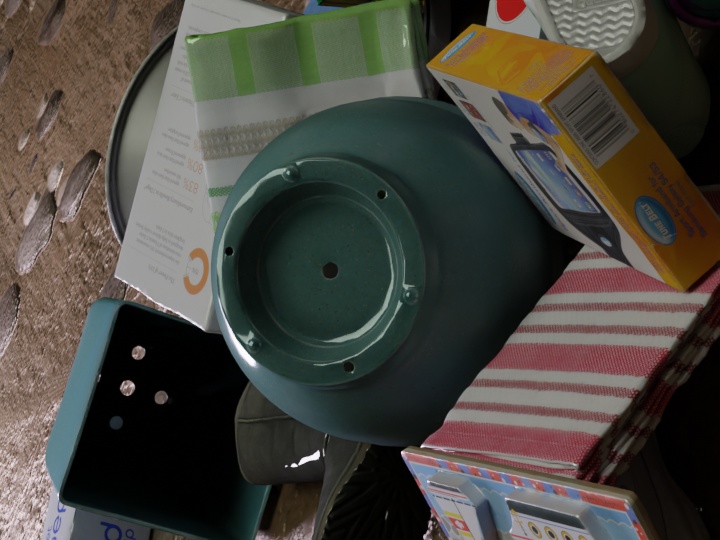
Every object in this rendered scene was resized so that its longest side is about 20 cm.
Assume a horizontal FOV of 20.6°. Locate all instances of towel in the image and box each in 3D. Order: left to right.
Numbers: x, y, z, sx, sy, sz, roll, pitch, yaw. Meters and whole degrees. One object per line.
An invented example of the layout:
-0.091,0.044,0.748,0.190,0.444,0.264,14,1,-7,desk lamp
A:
-0.019,-0.052,1.173,0.031,0.148,0.201,-78,-22,-83,towel
0.126,0.032,0.966,0.200,0.030,0.146,-49,21,-19,towel

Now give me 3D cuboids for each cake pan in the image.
-0.091,-0.081,1.373,0.037,0.200,0.201,21,94,37,cake pan

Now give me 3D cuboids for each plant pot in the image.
-0.148,0.099,1.423,0.200,0.141,0.142,-168,95,-71,plant pot
0.000,0.000,1.074,0.199,0.134,0.202,0,89,20,plant pot

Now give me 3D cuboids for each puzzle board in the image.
0.098,0.155,0.912,0.017,0.151,0.200,-36,17,-22,puzzle board

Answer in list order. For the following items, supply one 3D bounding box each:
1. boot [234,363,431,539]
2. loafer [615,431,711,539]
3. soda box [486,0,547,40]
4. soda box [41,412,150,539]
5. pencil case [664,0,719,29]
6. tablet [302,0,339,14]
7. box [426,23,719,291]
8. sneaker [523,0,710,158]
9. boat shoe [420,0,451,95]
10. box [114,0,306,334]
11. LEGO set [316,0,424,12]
-0.028,0.123,1.241,0.200,0.072,0.183,-7,54,55,boot
0.111,0.096,0.984,0.070,0.070,0.200,-62,28,20,loafer
0.121,-0.181,1.138,0.064,0.068,0.201,-18,58,59,soda box
-0.207,0.214,1.536,0.063,0.068,0.201,-18,59,58,soda box
0.181,-0.220,1.028,0.093,0.085,0.201,122,151,-44,pencil case
0.042,-0.224,1.323,0.200,0.014,0.131,-5,52,55,tablet
0.102,-0.062,0.990,0.041,0.119,0.200,-42,18,-6,box
0.123,-0.142,1.044,0.073,0.118,0.201,-27,48,15,sneaker
0.006,-0.117,1.324,0.074,0.068,0.200,5,79,63,boat shoe
-0.066,-0.068,1.265,0.124,0.097,0.201,26,103,52,box
0.045,-0.233,1.210,0.200,0.115,0.155,133,139,-73,LEGO set
